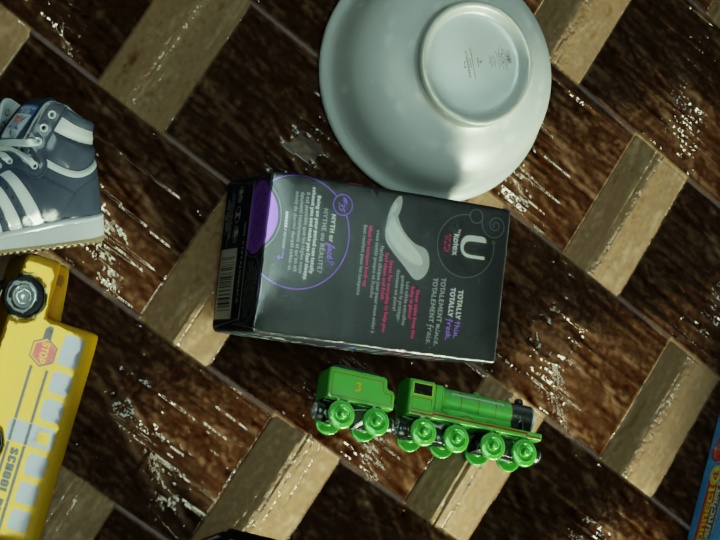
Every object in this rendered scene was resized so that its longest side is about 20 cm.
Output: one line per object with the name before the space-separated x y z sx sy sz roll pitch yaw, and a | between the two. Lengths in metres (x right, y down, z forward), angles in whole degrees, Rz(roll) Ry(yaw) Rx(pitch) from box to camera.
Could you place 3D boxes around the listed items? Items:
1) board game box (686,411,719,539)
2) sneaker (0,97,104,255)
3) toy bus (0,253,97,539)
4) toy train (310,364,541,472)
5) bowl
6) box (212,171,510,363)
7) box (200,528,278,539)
board game box | 0.385 0.197 1.682 0.199 0.056 0.198 20 80 -19
sneaker | -0.264 -0.067 1.404 0.199 0.070 0.110 -8 103 -48
toy bus | -0.246 0.093 1.437 0.078 0.065 0.202 19 80 -20
toy train | 0.054 0.115 1.568 0.198 0.042 0.057 13 72 -20
bowl | 0.074 -0.156 1.564 0.199 0.090 0.203 1 87 -21
box | 0.000 0.000 1.516 0.198 0.106 0.124 9 86 -21
box | -0.143 0.263 1.416 0.199 0.164 0.087 -20 94 -20
